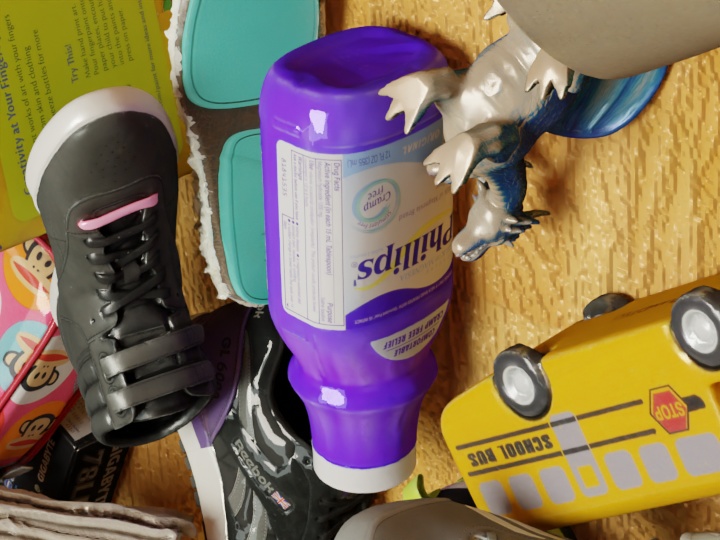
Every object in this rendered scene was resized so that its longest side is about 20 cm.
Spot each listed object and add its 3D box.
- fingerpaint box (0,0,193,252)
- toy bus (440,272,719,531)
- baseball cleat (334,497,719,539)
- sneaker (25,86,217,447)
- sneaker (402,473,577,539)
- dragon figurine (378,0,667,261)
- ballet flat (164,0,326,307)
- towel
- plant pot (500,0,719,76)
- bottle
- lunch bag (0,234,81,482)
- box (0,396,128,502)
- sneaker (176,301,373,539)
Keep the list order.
[{"bbox_3d":[-0.173,-0.118,1.093,0.073,0.166,0.201,15,123,48],"label":"fingerpaint box"},{"bbox_3d":[0.116,0.047,0.934,0.200,0.065,0.079,-21,95,53],"label":"toy bus"},{"bbox_3d":[0.091,0.119,0.938,0.106,0.199,0.070,-44,36,47],"label":"baseball cleat"},{"bbox_3d":[-0.098,0.006,1.066,0.200,0.070,0.099,98,149,-57],"label":"sneaker"},{"bbox_3d":[0.080,0.172,1.018,0.072,0.083,0.200,-45,72,24],"label":"sneaker"},{"bbox_3d":[0.075,-0.080,0.912,0.059,0.099,0.200,51,122,18],"label":"dragon figurine"},{"bbox_3d":[-0.054,-0.078,1.067,0.072,0.072,0.201,28,129,37],"label":"ballet flat"},{"bbox_3d":[-0.153,0.127,1.197,0.200,0.132,0.035,151,129,-77],"label":"towel"},{"bbox_3d":[0.145,-0.163,0.691,0.199,0.187,0.188,-7,106,36],"label":"plant pot"},{"bbox_3d":[0.000,0.000,1.028,0.065,0.083,0.201,25,128,39],"label":"bottle"},{"bbox_3d":[-0.227,0.011,1.255,0.200,0.082,0.176,45,112,22],"label":"lunch bag"},{"bbox_3d":[-0.223,0.089,1.373,0.199,0.050,0.200,46,138,25],"label":"box"},{"bbox_3d":[-0.027,0.110,1.137,0.087,0.076,0.201,-16,99,47],"label":"sneaker"}]
